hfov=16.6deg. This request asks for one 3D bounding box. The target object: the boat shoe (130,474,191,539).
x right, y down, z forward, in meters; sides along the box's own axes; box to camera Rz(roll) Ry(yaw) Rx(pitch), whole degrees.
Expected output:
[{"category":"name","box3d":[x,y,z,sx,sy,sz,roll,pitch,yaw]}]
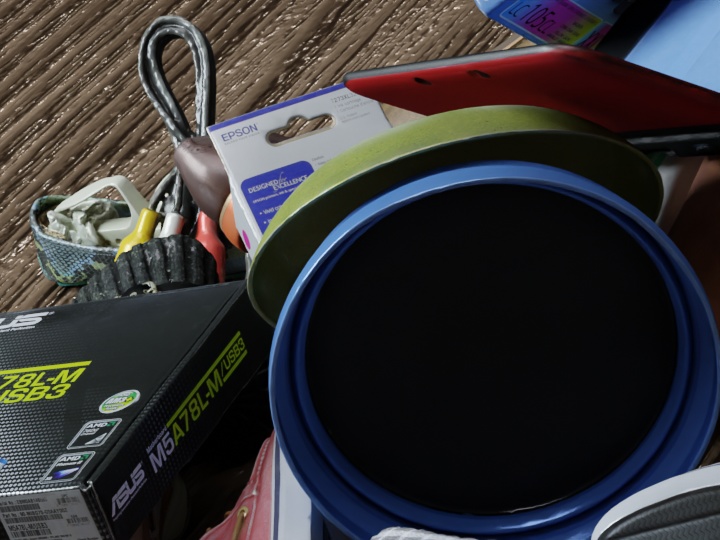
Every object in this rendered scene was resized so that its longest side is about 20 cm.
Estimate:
[{"category":"boat shoe","box3d":[-0.131,0.136,1.212,0.075,0.074,0.200,-19,25,7]}]

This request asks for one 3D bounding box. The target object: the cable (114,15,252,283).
[{"category":"cable","box3d":[-0.102,-0.055,1.475,0.097,0.201,0.050,2,-3,21]}]

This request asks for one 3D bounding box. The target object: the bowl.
[{"category":"bowl","box3d":[0.059,0.043,1.091,0.200,0.201,0.039,-19,25,7]}]

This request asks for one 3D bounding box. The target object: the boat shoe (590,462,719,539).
[{"category":"boat shoe","box3d":[0.196,0.106,1.034,0.199,0.074,0.067,-8,12,8]}]

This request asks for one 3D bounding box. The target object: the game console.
[{"category":"game console","box3d":[0.120,-0.114,1.161,0.173,0.119,0.200,-51,23,-20]}]

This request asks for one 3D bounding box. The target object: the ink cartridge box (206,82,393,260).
[{"category":"ink cartridge box","box3d":[0.000,0.000,1.263,0.094,0.037,0.201,-19,68,-16]}]

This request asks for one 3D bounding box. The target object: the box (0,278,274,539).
[{"category":"box","box3d":[-0.166,0.078,1.214,0.199,0.048,0.193,-8,28,28]}]

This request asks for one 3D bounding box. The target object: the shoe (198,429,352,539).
[{"category":"shoe","box3d":[-0.055,0.134,1.158,0.091,0.072,0.200,-19,25,9]}]

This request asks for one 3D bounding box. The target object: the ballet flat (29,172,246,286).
[{"category":"ballet flat","box3d":[-0.128,-0.029,1.542,0.199,0.075,0.074,-7,29,29]}]

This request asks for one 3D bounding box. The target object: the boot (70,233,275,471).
[{"category":"boot","box3d":[-0.077,0.034,1.363,0.210,0.080,0.158,-18,25,10]}]

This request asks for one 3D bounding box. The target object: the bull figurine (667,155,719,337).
[{"category":"bull figurine","box3d":[0.183,0.007,1.158,0.121,0.201,0.065,25,0,14]}]

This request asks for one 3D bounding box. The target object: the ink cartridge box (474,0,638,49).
[{"category":"ink cartridge box","box3d":[0.146,-0.204,1.259,0.200,0.077,0.136,-40,-21,16]}]

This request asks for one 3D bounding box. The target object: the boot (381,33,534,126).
[{"category":"boot","box3d":[0.103,-0.103,1.524,0.199,0.074,0.076,-20,43,14]}]

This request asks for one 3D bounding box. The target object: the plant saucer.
[{"category":"plant saucer","box3d":[0.042,-0.024,1.148,0.199,0.200,0.031,-18,64,9]}]

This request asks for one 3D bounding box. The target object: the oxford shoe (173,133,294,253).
[{"category":"oxford shoe","box3d":[-0.035,-0.055,1.423,0.071,0.072,0.200,-56,-22,14]}]

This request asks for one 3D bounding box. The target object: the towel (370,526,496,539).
[{"category":"towel","box3d":[0.036,0.183,0.972,0.199,0.086,0.166,3,36,42]}]

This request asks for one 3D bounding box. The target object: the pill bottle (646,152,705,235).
[{"category":"pill bottle","box3d":[0.142,-0.044,1.301,0.113,0.114,0.200,-32,27,-20]}]
